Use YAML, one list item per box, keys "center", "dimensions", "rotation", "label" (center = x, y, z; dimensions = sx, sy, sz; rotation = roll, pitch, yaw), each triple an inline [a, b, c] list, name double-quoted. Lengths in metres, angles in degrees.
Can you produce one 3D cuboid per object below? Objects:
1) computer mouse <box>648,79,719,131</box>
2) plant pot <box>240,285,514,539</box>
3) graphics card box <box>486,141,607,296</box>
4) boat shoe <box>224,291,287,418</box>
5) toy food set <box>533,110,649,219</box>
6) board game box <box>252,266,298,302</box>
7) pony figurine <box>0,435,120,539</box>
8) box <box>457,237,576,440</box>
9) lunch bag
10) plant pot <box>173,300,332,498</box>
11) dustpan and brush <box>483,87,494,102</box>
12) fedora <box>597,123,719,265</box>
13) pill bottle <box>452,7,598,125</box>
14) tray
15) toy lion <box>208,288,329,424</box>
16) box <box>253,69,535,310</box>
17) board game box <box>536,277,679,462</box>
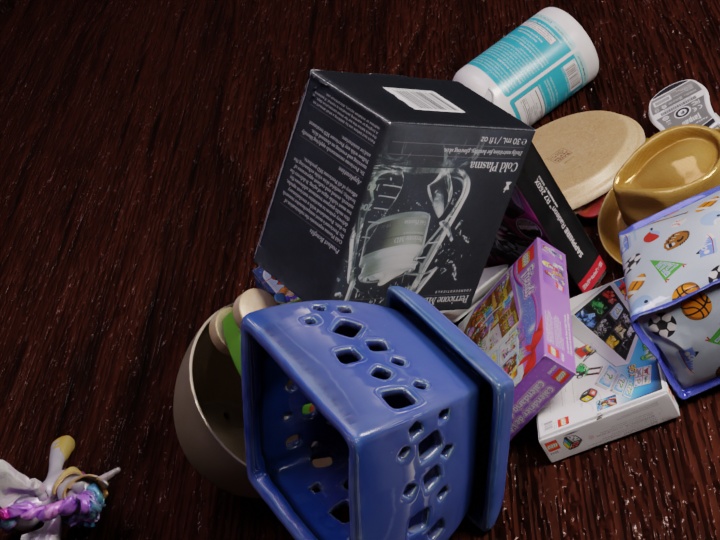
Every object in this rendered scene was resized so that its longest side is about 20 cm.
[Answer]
- center: [0.372, -0.143, 1.677]
  dimensions: [0.110, 0.044, 0.200]
  rotation: [-28, 34, 15]
  label: "computer mouse"
- center: [0.019, 0.138, 1.342]
  dimensions: [0.180, 0.200, 0.200]
  rotation: [-19, 39, -26]
  label: "plant pot"
- center: [0.157, -0.060, 1.577]
  dimensions: [0.125, 0.200, 0.051]
  rotation: [8, 50, 49]
  label: "graphics card box"
- center: [-0.139, 0.086, 1.652]
  dimensions: [0.069, 0.200, 0.084]
  rotation: [4, 43, -23]
  label: "boat shoe"
- center: [0.236, -0.112, 1.747]
  dimensions: [0.200, 0.049, 0.198]
  rotation: [-44, 31, -24]
  label: "toy food set"
- center: [0.000, 0.000, 1.664]
  dimensions: [0.200, 0.034, 0.135]
  rotation: [-28, 40, -15]
  label: "board game box"
- center: [-0.356, 0.254, 1.642]
  dimensions: [0.193, 0.167, 0.200]
  rotation: [-31, 12, -17]
  label: "pony figurine"
- center: [0.147, 0.075, 1.479]
  dimensions: [0.137, 0.039, 0.200]
  rotation: [-50, 18, 30]
  label: "box"
- center: [0.349, 0.001, 1.382]
  dimensions: [0.200, 0.124, 0.170]
  rotation: [-29, 26, 19]
  label: "lunch bag"
- center: [-0.109, 0.147, 1.540]
  dimensions: [0.134, 0.200, 0.200]
  rotation: [-44, 12, 46]
  label: "plant pot"
- center: [0.123, -0.098, 1.775]
  dimensions: [0.057, 0.140, 0.200]
  rotation: [25, 56, 13]
  label: "dustpan and brush"
- center: [0.323, -0.087, 1.547]
  dimensions: [0.200, 0.082, 0.201]
  rotation: [-21, 45, 22]
  label: "fedora"
- center: [0.192, -0.234, 1.917]
  dimensions: [0.200, 0.111, 0.111]
  rotation: [-36, 29, -12]
  label: "pill bottle"
- center: [0.066, 0.038, 1.652]
  dimensions: [0.107, 0.022, 0.200]
  rotation: [-37, 16, -36]
  label: "tray"
- center: [-0.026, 0.094, 1.503]
  dimensions: [0.200, 0.192, 0.069]
  rotation: [-20, -11, -43]
  label: "toy lion"
- center: [0.031, -0.072, 1.440]
  dimensions: [0.200, 0.197, 0.124]
  rotation: [-3, 31, -43]
  label: "box"
- center: [0.226, 0.087, 1.450]
  dimensions: [0.126, 0.035, 0.200]
  rotation: [-22, 29, 17]
  label: "board game box"
